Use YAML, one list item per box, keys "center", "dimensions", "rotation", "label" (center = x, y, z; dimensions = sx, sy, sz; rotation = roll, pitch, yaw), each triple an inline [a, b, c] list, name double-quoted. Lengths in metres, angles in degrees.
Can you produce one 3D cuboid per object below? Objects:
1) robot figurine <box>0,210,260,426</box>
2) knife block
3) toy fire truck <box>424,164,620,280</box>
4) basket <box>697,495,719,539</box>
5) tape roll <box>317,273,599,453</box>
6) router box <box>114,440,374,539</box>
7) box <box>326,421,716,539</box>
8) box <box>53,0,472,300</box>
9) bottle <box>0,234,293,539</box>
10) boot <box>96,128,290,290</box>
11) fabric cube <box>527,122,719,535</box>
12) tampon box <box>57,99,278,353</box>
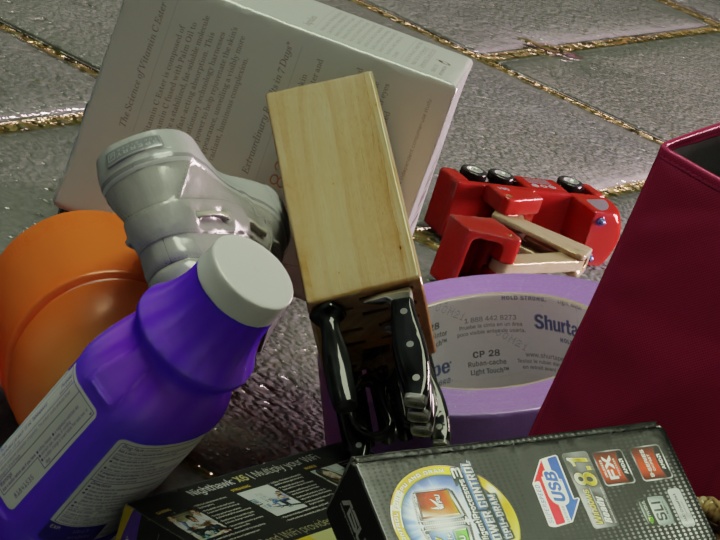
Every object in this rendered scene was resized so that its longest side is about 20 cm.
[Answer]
- center: [-0.145, 0.041, 1.582]
  dimensions: [0.144, 0.117, 0.200]
  rotation: [28, 13, -24]
  label: "robot figurine"
- center: [0.000, 0.000, 1.548]
  dimensions: [0.064, 0.200, 0.176]
  rotation: [-12, 7, -1]
  label: "knife block"
- center: [0.120, -0.026, 2.098]
  dimensions: [0.200, 0.049, 0.141]
  rotation: [6, 23, -33]
  label: "toy fire truck"
- center: [0.168, 0.212, 1.325]
  dimensions: [0.200, 0.149, 0.143]
  rotation: [33, 24, 35]
  label: "basket"
- center: [0.077, 0.069, 1.669]
  dimensions: [0.200, 0.066, 0.200]
  rotation: [-4, 23, 2]
  label: "tape roll"
- center: [-0.008, 0.156, 1.470]
  dimensions: [0.157, 0.052, 0.200]
  rotation: [28, 22, 29]
  label: "router box"
- center: [0.092, 0.164, 1.246]
  dimensions: [0.160, 0.044, 0.200]
  rotation: [-4, 53, -26]
  label: "box"
- center: [-0.055, -0.082, 1.692]
  dimensions: [0.200, 0.152, 0.106]
  rotation: [21, 15, 3]
  label: "box"
- center: [-0.108, 0.063, 1.416]
  dimensions: [0.084, 0.200, 0.065]
  rotation: [-10, 58, -52]
  label: "bottle"
- center: [-0.078, -0.001, 1.515]
  dimensions: [0.200, 0.074, 0.096]
  rotation: [34, 35, -67]
  label: "boot"
- center: [0.231, 0.053, 1.472]
  dimensions: [0.200, 0.199, 0.196]
  rotation: [31, 22, 21]
  label: "fabric cube"
- center: [-0.099, -0.055, 1.865]
  dimensions: [0.150, 0.126, 0.200]
  rotation: [18, 19, 3]
  label: "tampon box"
